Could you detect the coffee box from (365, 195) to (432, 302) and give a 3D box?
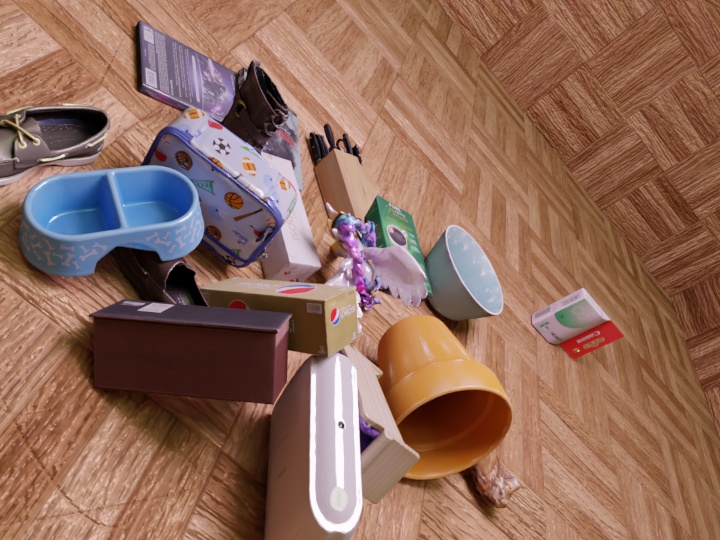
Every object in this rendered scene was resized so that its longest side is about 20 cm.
[{"bbox_3d":[0.073,-0.042,1.124,0.121,0.044,0.205,21,47,-42],"label":"coffee box"}]

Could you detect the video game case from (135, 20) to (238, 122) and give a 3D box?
[{"bbox_3d":[-0.274,-0.312,0.937,0.197,0.019,0.146,18,49,-45],"label":"video game case"}]

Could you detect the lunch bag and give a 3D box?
[{"bbox_3d":[-0.188,-0.096,0.739,0.199,0.159,0.076,41,43,-15],"label":"lunch bag"}]

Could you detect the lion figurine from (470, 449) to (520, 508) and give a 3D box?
[{"bbox_3d":[0.192,0.298,0.944,0.201,0.071,0.124,48,31,-25],"label":"lion figurine"}]

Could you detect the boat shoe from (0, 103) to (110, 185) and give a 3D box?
[{"bbox_3d":[-0.371,-0.148,0.631,0.073,0.060,0.201,54,33,0],"label":"boat shoe"}]

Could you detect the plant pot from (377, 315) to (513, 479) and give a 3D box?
[{"bbox_3d":[0.104,0.177,0.862,0.198,0.201,0.185,29,25,-33],"label":"plant pot"}]

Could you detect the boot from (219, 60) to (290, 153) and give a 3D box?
[{"bbox_3d":[-0.161,-0.176,0.821,0.068,0.173,0.204,-6,65,-52],"label":"boot"}]

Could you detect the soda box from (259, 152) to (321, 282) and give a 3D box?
[{"bbox_3d":[-0.128,-0.081,0.884,0.067,0.063,0.204,10,54,-47],"label":"soda box"}]

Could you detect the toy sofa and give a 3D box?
[{"bbox_3d":[-0.008,0.182,0.721,0.097,0.083,0.201,40,9,-25],"label":"toy sofa"}]

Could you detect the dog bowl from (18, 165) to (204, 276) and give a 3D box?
[{"bbox_3d":[-0.270,-0.062,0.627,0.196,0.050,0.113,-12,58,-30],"label":"dog bowl"}]

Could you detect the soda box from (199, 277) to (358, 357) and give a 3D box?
[{"bbox_3d":[-0.101,0.051,0.679,0.067,0.195,0.066,-20,110,-56],"label":"soda box"}]

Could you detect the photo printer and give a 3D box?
[{"bbox_3d":[-0.056,0.220,0.627,0.068,0.167,0.204,14,49,-20],"label":"photo printer"}]

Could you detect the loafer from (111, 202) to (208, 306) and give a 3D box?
[{"bbox_3d":[-0.228,0.000,0.676,0.203,0.070,0.073,58,33,4],"label":"loafer"}]

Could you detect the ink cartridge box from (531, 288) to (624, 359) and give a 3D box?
[{"bbox_3d":[0.572,0.157,1.486,0.200,0.160,0.051,45,36,-16],"label":"ink cartridge box"}]

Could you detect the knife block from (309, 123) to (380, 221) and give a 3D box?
[{"bbox_3d":[-0.048,-0.184,1.075,0.176,0.064,0.201,46,35,-13],"label":"knife block"}]

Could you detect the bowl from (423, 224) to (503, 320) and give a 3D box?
[{"bbox_3d":[0.198,0.020,1.170,0.199,0.104,0.205,36,37,-33],"label":"bowl"}]

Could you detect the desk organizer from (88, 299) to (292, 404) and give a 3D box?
[{"bbox_3d":[-0.175,0.084,0.598,0.072,0.194,0.079,-63,157,-80],"label":"desk organizer"}]

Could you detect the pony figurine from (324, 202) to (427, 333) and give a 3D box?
[{"bbox_3d":[0.000,0.000,0.889,0.197,0.164,0.200,62,-1,11],"label":"pony figurine"}]

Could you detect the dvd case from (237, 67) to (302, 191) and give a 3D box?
[{"bbox_3d":[-0.161,-0.248,1.004,0.145,0.022,0.204,35,36,-44],"label":"dvd case"}]
